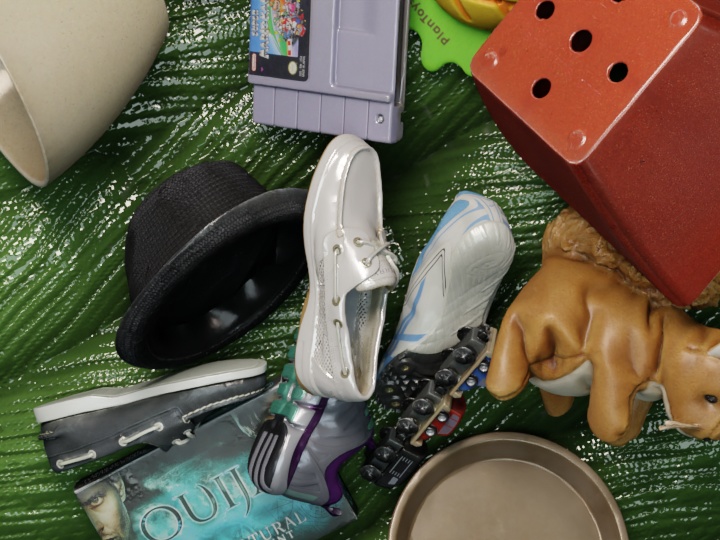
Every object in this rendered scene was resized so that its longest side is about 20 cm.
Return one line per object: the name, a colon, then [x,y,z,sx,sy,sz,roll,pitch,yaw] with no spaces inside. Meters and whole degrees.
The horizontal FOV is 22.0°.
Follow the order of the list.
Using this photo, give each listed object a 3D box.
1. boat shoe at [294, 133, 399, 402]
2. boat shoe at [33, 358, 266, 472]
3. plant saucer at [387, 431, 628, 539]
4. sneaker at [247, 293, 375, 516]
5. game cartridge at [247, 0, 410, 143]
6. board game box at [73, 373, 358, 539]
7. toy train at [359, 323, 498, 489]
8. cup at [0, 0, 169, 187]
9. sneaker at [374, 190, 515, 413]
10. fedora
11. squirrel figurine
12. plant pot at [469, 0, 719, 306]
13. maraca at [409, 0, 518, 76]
boat shoe: [0.000,0.000,1.392,0.069,0.071,0.202,12,102,41]
boat shoe: [-0.164,0.117,1.494,0.198,0.076,0.061,-13,94,16]
plant saucer: [0.119,0.232,1.502,0.198,0.029,0.202,1,72,-3]
sneaker: [-0.016,0.094,1.485,0.087,0.074,0.201,26,87,-23]
game cartridge: [-0.024,-0.204,1.403,0.129,0.038,0.202,9,106,22]
board game box: [-0.120,0.190,1.537,0.199,0.028,0.136,-28,103,7]
toy train: [0.059,0.112,1.474,0.046,0.034,0.200,27,130,-9]
cup: [-0.227,-0.183,1.370,0.143,0.200,0.201,-32,104,-18]
sneaker: [0.065,0.028,1.480,0.071,0.073,0.201,15,119,-21]
fedora: [-0.123,-0.016,1.438,0.200,0.200,0.092,-40,67,10]
squirrel figurine: [0.222,0.039,1.421,0.185,0.141,0.202,9,77,29]
plant pot: [0.196,-0.129,1.325,0.200,0.200,0.176,-50,141,10]
maraca: [0.095,-0.233,1.387,0.137,0.107,0.200,48,123,4]
